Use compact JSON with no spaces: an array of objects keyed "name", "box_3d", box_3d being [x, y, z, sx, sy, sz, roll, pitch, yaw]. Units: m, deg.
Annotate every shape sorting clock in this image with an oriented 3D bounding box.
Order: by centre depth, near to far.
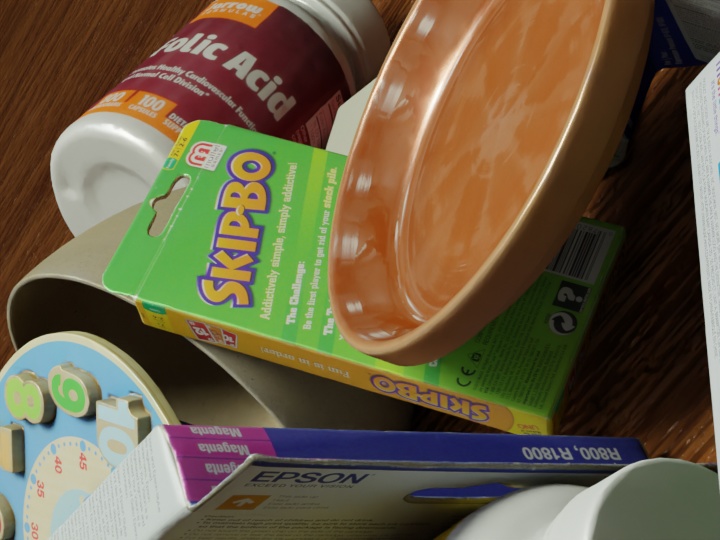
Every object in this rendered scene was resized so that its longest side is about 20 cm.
[{"name":"shape sorting clock","box_3d":[-0.124,0.128,0.920,0.199,0.039,0.201,9,103,45]}]

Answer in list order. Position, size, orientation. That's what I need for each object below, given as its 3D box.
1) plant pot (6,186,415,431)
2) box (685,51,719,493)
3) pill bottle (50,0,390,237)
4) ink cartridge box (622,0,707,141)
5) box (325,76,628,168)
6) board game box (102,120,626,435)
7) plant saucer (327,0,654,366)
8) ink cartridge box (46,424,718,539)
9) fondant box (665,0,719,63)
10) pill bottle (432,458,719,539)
[{"name":"plant pot","box_3d":[-0.048,0.033,0.968,0.135,0.200,0.200,-48,9,-29]},{"name":"box","box_3d":[0.176,-0.022,0.537,0.177,0.096,0.201,-49,25,39]},{"name":"pill bottle","box_3d":[-0.072,-0.086,1.153,0.200,0.114,0.114,-48,4,-39]},{"name":"ink cartridge box","box_3d":[0.143,-0.151,0.792,0.201,0.037,0.095,-66,-21,-5]},{"name":"box","box_3d":[0.051,-0.065,0.961,0.200,0.068,0.083,-31,39,59]},{"name":"board game box","box_3d":[0.000,0.000,0.840,0.030,0.199,0.096,82,-151,-56]},{"name":"plant saucer","box_3d":[0.049,-0.058,0.759,0.200,0.032,0.201,-52,24,36]},{"name":"ink cartridge box","box_3d":[0.000,0.089,0.724,0.200,0.195,0.044,-44,50,48]},{"name":"fondant box","box_3d":[0.145,-0.155,0.664,0.145,0.058,0.200,-67,-20,-4]},{"name":"pill bottle","box_3d":[0.051,0.136,0.664,0.200,0.111,0.112,-43,30,48]}]
